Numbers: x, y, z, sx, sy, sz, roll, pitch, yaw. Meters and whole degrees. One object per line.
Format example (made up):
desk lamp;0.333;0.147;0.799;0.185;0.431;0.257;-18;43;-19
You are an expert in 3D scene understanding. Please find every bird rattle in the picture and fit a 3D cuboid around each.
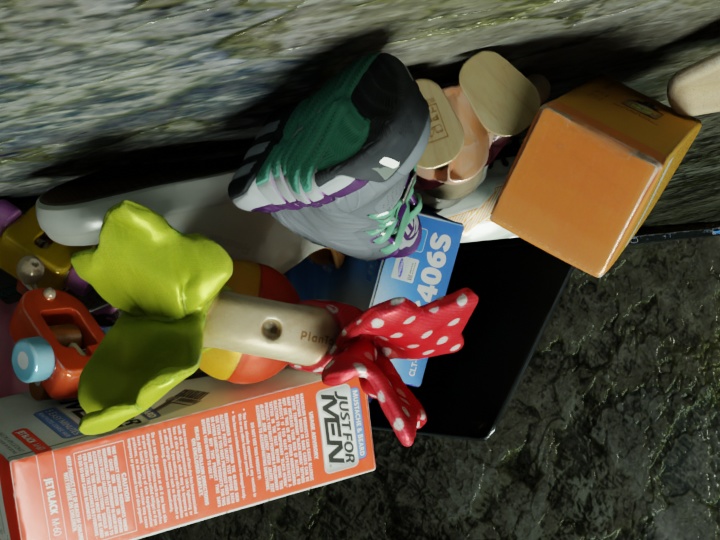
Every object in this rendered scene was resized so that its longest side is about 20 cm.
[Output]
bird rattle;-0.048;0.022;0.932;0.198;0.114;0.163;2;-175;-15

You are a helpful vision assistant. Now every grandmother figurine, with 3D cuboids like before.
grandmother figurine;0.046;-0.065;0.985;0.120;0.061;0.200;-14;175;1

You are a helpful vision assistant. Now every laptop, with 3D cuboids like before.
laptop;0.107;0.031;1.075;0.199;0.104;0.177;-6;-178;-28

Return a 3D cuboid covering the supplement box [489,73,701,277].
supplement box;0.125;-0.054;0.958;0.066;0.069;0.200;28;-162;10

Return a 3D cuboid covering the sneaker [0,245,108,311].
sneaker;-0.235;0.013;1.152;0.199;0.071;0.080;-10;-176;-6

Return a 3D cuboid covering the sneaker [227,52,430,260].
sneaker;0.008;-0.044;0.860;0.087;0.075;0.200;34;169;-15

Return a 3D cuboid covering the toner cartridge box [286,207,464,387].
toner cartridge box;0.000;0.000;1.103;0.043;0.096;0.200;13;-175;-17

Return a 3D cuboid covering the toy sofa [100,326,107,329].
toy sofa;-0.228;0.053;1.247;0.199;0.098;0.083;11;-154;-18

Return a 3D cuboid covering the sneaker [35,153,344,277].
sneaker;-0.081;-0.017;1.005;0.199;0.085;0.073;-8;-166;-37

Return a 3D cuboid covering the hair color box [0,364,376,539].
hair color box;-0.105;0.091;0.997;0.199;0.064;0.111;-12;-166;-26

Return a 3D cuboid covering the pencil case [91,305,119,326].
pencil case;-0.182;0.025;1.404;0.082;0.087;0.200;18;178;5

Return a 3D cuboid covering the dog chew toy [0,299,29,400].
dog chew toy;-0.198;0.068;1.071;0.199;0.126;0.124;6;169;-21

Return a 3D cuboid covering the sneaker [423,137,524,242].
sneaker;0.109;-0.058;1.212;0.199;0.080;0.074;-30;-156;9

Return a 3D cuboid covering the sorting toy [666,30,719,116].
sorting toy;0.276;-0.135;0.948;0.184;0.037;0.200;-11;171;-22

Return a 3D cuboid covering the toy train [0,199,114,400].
toy train;-0.135;0.022;1.036;0.199;0.150;0.056;-11;140;-49
